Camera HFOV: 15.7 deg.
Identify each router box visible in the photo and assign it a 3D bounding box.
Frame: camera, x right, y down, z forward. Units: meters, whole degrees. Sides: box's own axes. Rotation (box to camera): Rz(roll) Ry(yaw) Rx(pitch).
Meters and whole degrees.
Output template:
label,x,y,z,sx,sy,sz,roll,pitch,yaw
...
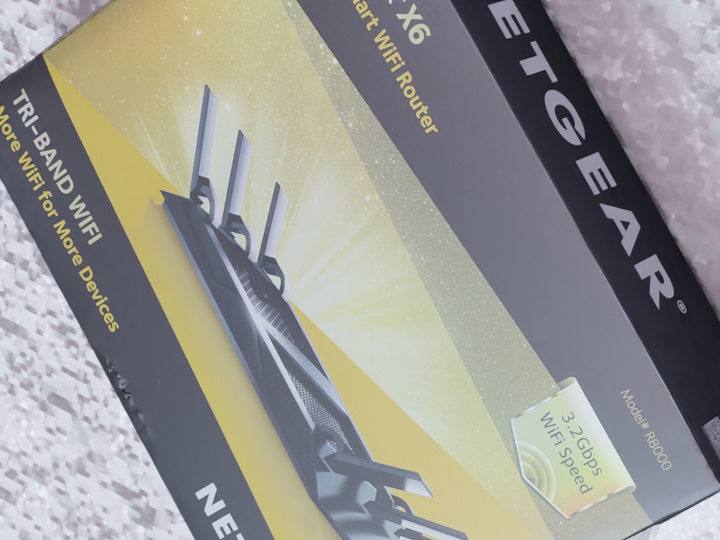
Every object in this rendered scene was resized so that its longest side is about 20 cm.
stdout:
label,x,y,z,sx,sy,sz,roll,pitch,yaw
router box,0.000,0.000,0.730,0.157,0.052,0.201,-32,85,30
